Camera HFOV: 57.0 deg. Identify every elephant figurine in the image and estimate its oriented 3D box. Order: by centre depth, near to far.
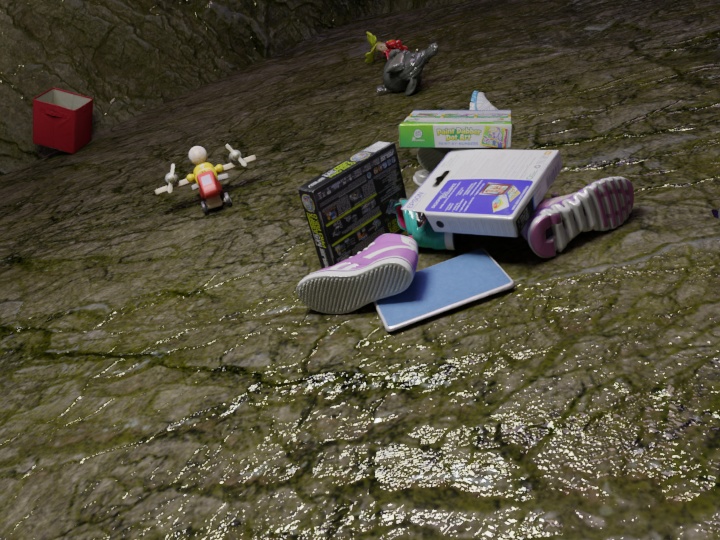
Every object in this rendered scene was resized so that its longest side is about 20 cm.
[{"bbox_3d":[0.139,-0.606,1.997,0.138,0.159,0.200,3,16,-11],"label":"elephant figurine"}]

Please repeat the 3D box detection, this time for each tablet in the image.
[{"bbox_3d":[0.117,0.027,0.990,0.196,0.014,0.131,-20,28,-3],"label":"tablet"}]

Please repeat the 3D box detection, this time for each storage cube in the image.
[{"bbox_3d":[-1.175,-0.594,2.625,0.167,0.183,0.201,14,28,-4],"label":"storage cube"}]

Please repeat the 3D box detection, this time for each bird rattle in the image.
[{"bbox_3d":[0.112,-0.849,2.517,0.197,0.115,0.162,13,23,39],"label":"bird rattle"}]

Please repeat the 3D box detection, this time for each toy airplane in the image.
[{"bbox_3d":[-0.377,-0.238,1.618,0.196,0.144,0.200,2,33,33],"label":"toy airplane"}]

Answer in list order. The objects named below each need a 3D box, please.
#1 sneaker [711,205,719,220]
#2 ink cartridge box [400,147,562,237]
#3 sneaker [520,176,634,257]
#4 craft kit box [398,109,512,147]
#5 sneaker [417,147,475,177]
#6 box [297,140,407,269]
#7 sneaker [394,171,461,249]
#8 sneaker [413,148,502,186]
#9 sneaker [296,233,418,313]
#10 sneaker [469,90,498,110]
[{"bbox_3d":[0.583,-0.095,0.888,0.196,0.076,0.088,-11,23,13],"label":"sneaker"},{"bbox_3d":[0.194,-0.131,1.060,0.197,0.044,0.199,9,43,36],"label":"ink cartridge box"},{"bbox_3d":[0.327,-0.092,1.026,0.197,0.082,0.088,-23,20,-10],"label":"sneaker"},{"bbox_3d":[0.181,-0.265,1.227,0.195,0.050,0.198,3,18,13],"label":"craft kit box"},{"bbox_3d":[0.207,-0.204,1.239,0.198,0.075,0.082,30,54,20],"label":"sneaker"},{"bbox_3d":[-0.003,-0.110,1.149,0.199,0.163,0.044,-35,34,-31],"label":"box"},{"bbox_3d":[0.120,-0.111,1.155,0.118,0.085,0.202,0,43,18],"label":"sneaker"},{"bbox_3d":[0.194,-0.222,1.327,0.196,0.083,0.075,-20,26,-8],"label":"sneaker"},{"bbox_3d":[0.000,0.001,1.027,0.196,0.074,0.115,-12,31,23],"label":"sneaker"},{"bbox_3d":[0.296,-0.364,1.560,0.085,0.076,0.202,2,37,13],"label":"sneaker"}]
